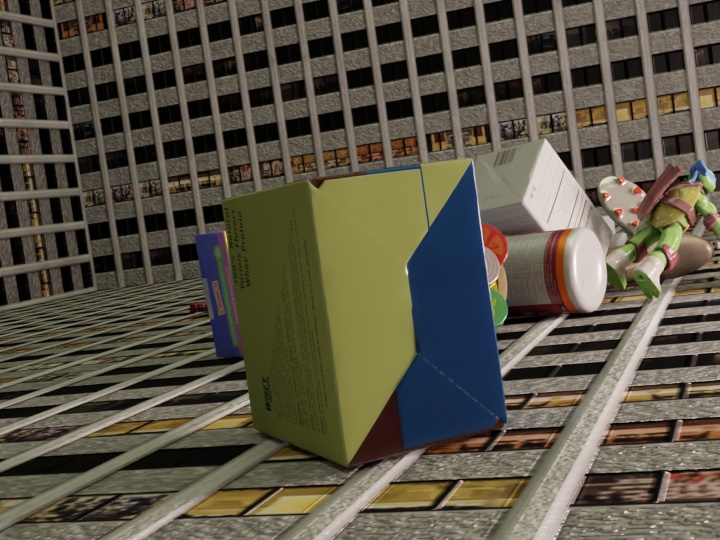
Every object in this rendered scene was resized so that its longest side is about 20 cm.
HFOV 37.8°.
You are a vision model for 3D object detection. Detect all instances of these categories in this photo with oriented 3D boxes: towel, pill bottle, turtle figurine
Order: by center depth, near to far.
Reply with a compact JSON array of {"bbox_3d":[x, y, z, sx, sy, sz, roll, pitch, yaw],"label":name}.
[{"bbox_3d":[0.212,0.006,1.384,0.199,0.111,0.109,-6,4,36],"label":"pill bottle"},{"bbox_3d":[0.431,-0.031,1.432,0.194,0.144,0.201,-43,-28,-17],"label":"turtle figurine"},{"bbox_3d":[-0.233,0.068,2.141,0.199,0.023,0.144,-3,4,36],"label":"towel"}]

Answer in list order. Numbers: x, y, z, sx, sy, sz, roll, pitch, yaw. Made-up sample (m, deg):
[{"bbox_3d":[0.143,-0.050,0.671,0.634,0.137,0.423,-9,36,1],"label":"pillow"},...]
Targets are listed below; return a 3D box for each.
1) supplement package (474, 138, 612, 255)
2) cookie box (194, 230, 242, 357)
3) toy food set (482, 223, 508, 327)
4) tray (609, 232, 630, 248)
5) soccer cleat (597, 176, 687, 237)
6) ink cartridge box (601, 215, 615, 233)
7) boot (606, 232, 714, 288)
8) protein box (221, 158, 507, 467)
[{"bbox_3d":[0.246,-0.065,1.477,0.121,0.200,0.120,-10,44,42],"label":"supplement package"},{"bbox_3d":[-0.116,0.019,1.459,0.199,0.173,0.075,-12,2,-43],"label":"cookie box"},{"bbox_3d":[0.084,0.000,1.238,0.196,0.201,0.049,0,-32,-12],"label":"toy food set"},{"bbox_3d":[0.360,-0.014,1.710,0.199,0.022,0.107,-11,-31,38],"label":"tray"},{"bbox_3d":[0.444,-0.066,1.633,0.069,0.200,0.078,-43,-19,-9],"label":"soccer cleat"},{"bbox_3d":[0.413,-0.060,2.190,0.198,0.085,0.144,-9,3,-28],"label":"ink cartridge box"},{"bbox_3d":[0.396,-0.006,1.543,0.146,0.071,0.199,-14,1,-44],"label":"boot"},{"bbox_3d":[-0.004,0.027,0.820,0.134,0.201,0.200,-9,3,-24],"label":"protein box"}]
